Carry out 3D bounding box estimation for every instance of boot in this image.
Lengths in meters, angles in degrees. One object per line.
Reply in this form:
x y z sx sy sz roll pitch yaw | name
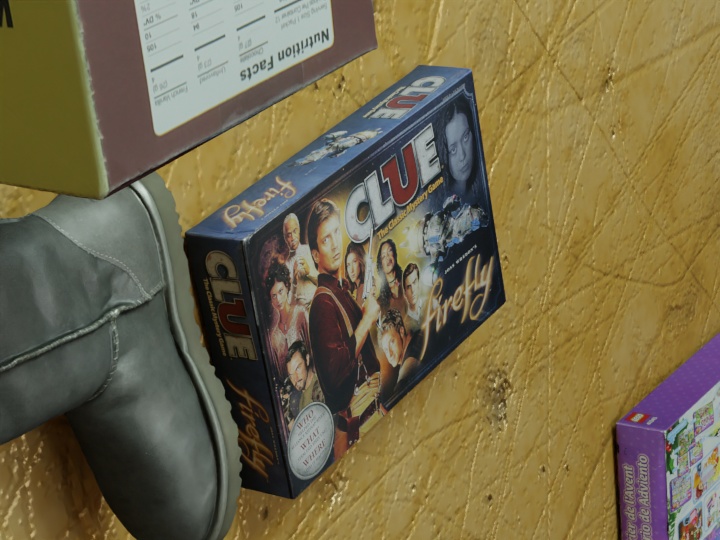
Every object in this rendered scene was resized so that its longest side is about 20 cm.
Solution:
-0.136 0.057 0.705 0.200 0.072 0.183 -31 109 -56 | boot

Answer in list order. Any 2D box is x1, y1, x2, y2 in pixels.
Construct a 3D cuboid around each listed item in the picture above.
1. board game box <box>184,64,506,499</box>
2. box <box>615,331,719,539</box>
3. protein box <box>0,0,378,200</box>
0.000 0.000 0.924 0.200 0.034 0.136 -40 128 -45 | board game box
0.238 0.129 1.300 0.200 0.039 0.138 -30 121 -49 | box
-0.120 -0.147 0.567 0.135 0.198 0.201 -33 124 -47 | protein box
